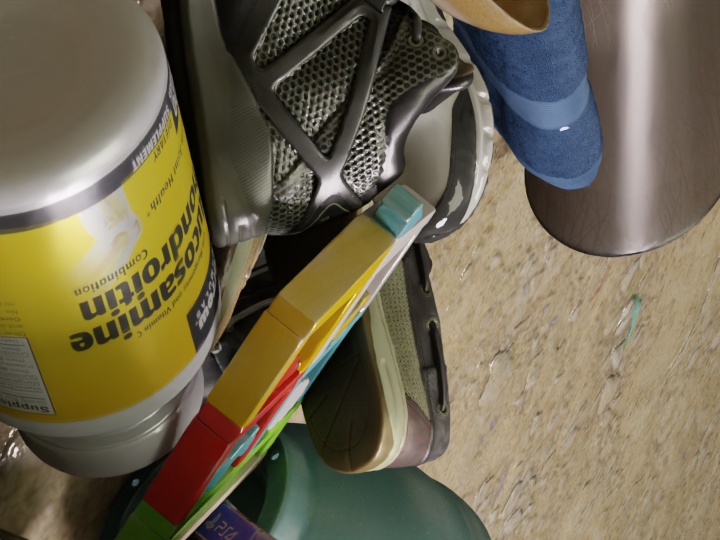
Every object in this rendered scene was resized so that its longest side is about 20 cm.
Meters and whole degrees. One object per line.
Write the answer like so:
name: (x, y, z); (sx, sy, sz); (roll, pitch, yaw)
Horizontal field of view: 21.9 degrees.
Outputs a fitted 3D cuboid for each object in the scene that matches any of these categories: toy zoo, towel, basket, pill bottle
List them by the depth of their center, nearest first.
pill bottle: (-0.112, -0.008, 0.694); (0.112, 0.112, 0.200); (-52, 154, -28)
toy zoo: (-0.032, 0.039, 0.783); (0.200, 0.020, 0.131); (-56, 173, 32)
towel: (0.074, -0.122, 0.922); (0.048, 0.112, 0.200); (-28, 150, -4)
basket: (0.163, -0.138, 1.140); (0.200, 0.136, 0.181); (76, 31, -51)

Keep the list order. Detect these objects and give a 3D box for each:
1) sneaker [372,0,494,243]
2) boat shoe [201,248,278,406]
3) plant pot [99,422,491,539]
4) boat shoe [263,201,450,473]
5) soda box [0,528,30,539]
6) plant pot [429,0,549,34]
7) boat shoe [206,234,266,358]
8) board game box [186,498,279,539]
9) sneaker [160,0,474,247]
sneaker: (0.001, -0.108, 0.825); (0.080, 0.074, 0.201); (-7, 82, -53)
boat shoe: (-0.060, 0.037, 0.903); (0.200, 0.071, 0.072); (-37, 146, -42)
plant pot: (-0.048, 0.155, 0.936); (0.134, 0.200, 0.201); (48, 67, -37)
boat shoe: (0.001, 0.000, 0.893); (0.066, 0.072, 0.202); (10, 63, -44)
soda box: (-0.158, 0.144, 0.776); (0.068, 0.064, 0.200); (-62, 149, -7)
plant pot: (0.012, -0.176, 0.746); (0.027, 0.201, 0.200); (-30, 165, 19)
boat shoe: (-0.066, -0.021, 0.834); (0.201, 0.072, 0.076); (-66, 158, 1)
board game box: (-0.070, 0.204, 0.705); (0.200, 0.097, 0.159); (-45, -164, -10)
sneaker: (-0.022, -0.116, 0.732); (0.114, 0.076, 0.200); (-10, 98, -16)
